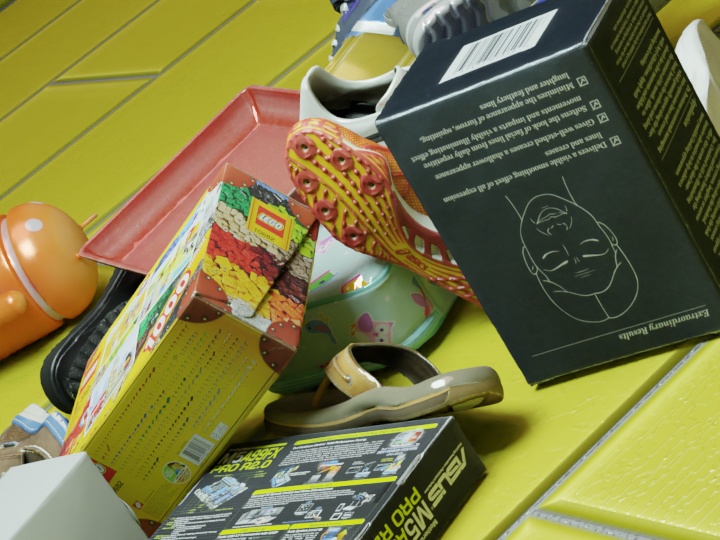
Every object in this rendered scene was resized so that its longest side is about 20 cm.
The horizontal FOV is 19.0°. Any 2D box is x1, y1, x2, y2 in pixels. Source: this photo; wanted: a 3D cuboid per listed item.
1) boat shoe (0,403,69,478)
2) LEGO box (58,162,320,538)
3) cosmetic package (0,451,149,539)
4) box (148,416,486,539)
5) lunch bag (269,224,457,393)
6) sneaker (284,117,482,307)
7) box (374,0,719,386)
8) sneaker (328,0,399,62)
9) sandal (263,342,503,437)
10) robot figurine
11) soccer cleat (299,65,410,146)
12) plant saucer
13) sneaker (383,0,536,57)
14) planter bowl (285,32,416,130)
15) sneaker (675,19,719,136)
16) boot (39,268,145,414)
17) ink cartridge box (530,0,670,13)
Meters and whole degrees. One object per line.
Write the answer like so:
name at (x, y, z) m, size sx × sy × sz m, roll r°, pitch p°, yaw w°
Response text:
boat shoe at (-0.227, 0.148, 1.547) m, size 0.072 × 0.072 × 0.200 m, roll -42°, pitch 12°, yaw -14°
LEGO box at (-0.113, 0.055, 1.401) m, size 0.200 × 0.077 × 0.149 m, roll -52°, pitch 17°, yaw 31°
cosmetic package at (-0.217, 0.215, 1.307) m, size 0.085 × 0.108 × 0.200 m, roll -15°, pitch 24°, yaw 41°
box at (-0.044, 0.160, 1.273) m, size 0.200 × 0.044 × 0.160 m, roll -11°, pitch 28°, yaw 44°
lunch bag at (0.000, 0.000, 1.533) m, size 0.160 × 0.077 × 0.200 m, roll -21°, pitch 23°, yaw 33°
sneaker at (0.036, -0.043, 1.424) m, size 0.073 × 0.200 × 0.077 m, roll -46°, pitch 20°, yaw 38°
box at (0.130, -0.053, 1.284) m, size 0.148 × 0.200 × 0.107 m, roll -18°, pitch 23°, yaw 32°
sneaker at (-0.002, -0.206, 1.850) m, size 0.200 × 0.147 × 0.081 m, roll -50°, pitch -26°, yaw 21°
sandal at (0.013, 0.069, 1.337) m, size 0.080 × 0.054 × 0.200 m, roll -10°, pitch -3°, yaw -37°
robot figurine at (-0.319, 0.013, 1.914) m, size 0.200 × 0.117 × 0.144 m, roll -29°, pitch -18°, yaw 10°
soccer cleat at (0.052, -0.101, 1.468) m, size 0.199 × 0.085 × 0.069 m, roll 7°, pitch 52°, yaw 18°
plant saucer at (-0.093, -0.057, 1.617) m, size 0.200 × 0.037 × 0.199 m, roll -47°, pitch 29°, yaw -18°
sneaker at (0.105, -0.234, 1.667) m, size 0.200 × 0.075 × 0.082 m, roll -30°, pitch 41°, yaw -19°
planter bowl at (-0.004, -0.128, 1.717) m, size 0.201 × 0.083 × 0.200 m, roll -52°, pitch 4°, yaw 5°
sneaker at (0.217, -0.102, 1.471) m, size 0.088 × 0.075 × 0.200 m, roll -35°, pitch 18°, yaw 27°
boot at (-0.144, 0.033, 1.658) m, size 0.211 × 0.079 × 0.158 m, roll -55°, pitch 21°, yaw -25°
ink cartridge box at (0.163, -0.193, 1.614) m, size 0.200 × 0.047 × 0.198 m, roll -20°, pitch -14°, yaw -46°
